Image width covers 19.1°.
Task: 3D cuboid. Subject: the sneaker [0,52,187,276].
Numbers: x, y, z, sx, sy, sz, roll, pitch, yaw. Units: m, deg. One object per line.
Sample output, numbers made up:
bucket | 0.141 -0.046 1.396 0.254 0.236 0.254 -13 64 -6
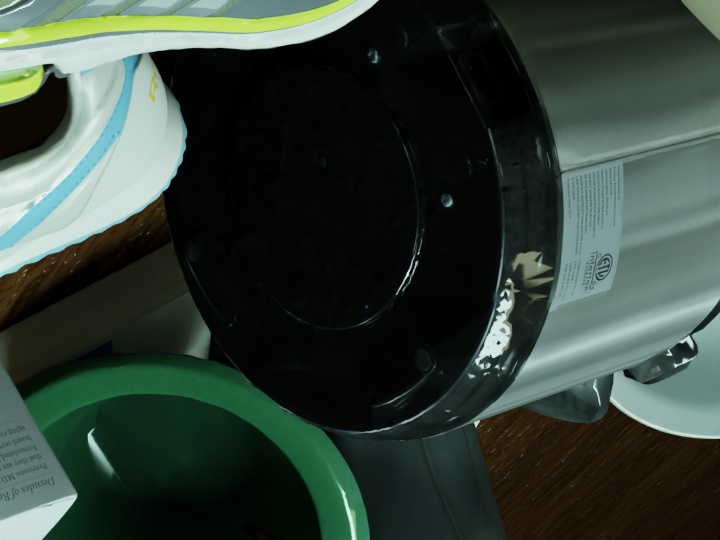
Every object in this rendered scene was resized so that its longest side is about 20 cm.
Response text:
sneaker | -0.150 -0.015 0.647 0.200 0.077 0.081 -38 156 -5

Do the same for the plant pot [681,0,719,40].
plant pot | 0.151 -0.128 0.628 0.187 0.188 0.200 -32 158 -2

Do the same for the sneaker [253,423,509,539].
sneaker | 0.000 0.108 0.935 0.075 0.107 0.200 -13 161 -22

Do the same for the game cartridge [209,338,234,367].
game cartridge | 0.000 0.000 1.025 0.133 0.041 0.200 -29 164 -27

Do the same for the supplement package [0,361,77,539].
supplement package | -0.230 0.097 0.734 0.200 0.111 0.156 -15 156 -46

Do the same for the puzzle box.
puzzle box | -0.130 0.061 0.969 0.133 0.025 0.200 -28 163 -17

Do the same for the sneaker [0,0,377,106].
sneaker | -0.048 -0.103 0.577 0.200 0.074 0.081 -24 158 -35

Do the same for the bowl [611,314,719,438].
bowl | 0.194 -0.017 1.115 0.200 0.090 0.202 -7 123 -10

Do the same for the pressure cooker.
pressure cooker | 0.052 -0.038 0.757 0.200 0.179 0.176 -15 153 -44

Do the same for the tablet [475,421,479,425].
tablet | 0.083 0.007 1.078 0.201 0.014 0.130 -61 166 -9

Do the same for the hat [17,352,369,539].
hat | -0.078 0.071 0.957 0.199 0.166 0.176 -17 -156 20
